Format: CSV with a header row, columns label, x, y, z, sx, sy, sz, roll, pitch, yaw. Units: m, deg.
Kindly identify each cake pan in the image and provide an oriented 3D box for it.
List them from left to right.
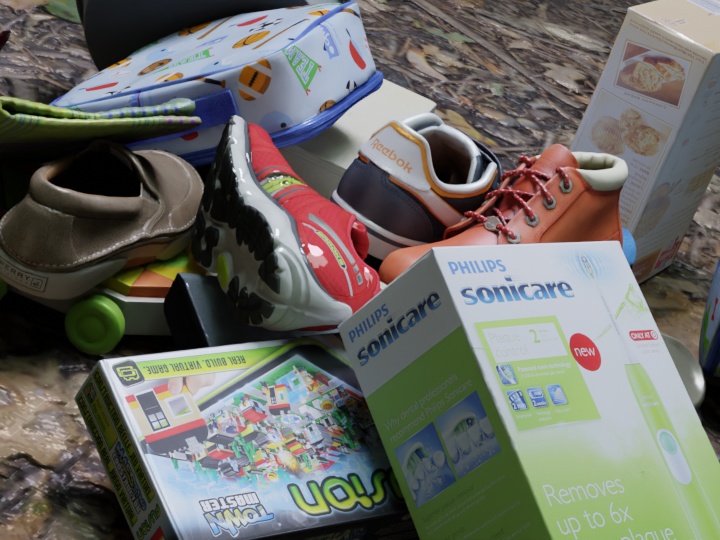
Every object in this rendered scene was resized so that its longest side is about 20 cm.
label,x,y,z,sx,sy,sz,roll,pitch,yaw
cake pan,-0.102,-0.164,1.399,0.199,0.201,0.037,19,47,-6

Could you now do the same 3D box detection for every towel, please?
label,x,y,z,sx,sy,sz,roll,pitch,yaw
towel,-0.202,-0.078,1.179,0.143,0.023,0.199,-4,-2,-40

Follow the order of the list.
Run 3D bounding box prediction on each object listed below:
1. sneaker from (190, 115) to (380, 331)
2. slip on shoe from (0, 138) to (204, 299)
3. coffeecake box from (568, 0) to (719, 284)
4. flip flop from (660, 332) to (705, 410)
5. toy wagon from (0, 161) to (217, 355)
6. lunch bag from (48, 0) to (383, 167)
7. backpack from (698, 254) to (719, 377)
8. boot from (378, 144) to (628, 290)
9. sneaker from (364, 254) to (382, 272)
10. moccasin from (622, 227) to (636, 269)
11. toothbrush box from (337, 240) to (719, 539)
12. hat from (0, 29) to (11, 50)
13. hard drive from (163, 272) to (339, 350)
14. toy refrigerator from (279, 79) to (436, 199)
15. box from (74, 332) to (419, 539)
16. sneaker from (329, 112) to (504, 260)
label,x,y,z,sx,sy,sz,roll,pitch,yaw
sneaker,-0.039,-0.018,1.118,0.084,0.077,0.200,11,25,-21
slip on shoe,-0.138,-0.043,1.145,0.076,0.061,0.200,28,24,15
coffeecake box,0.210,-0.091,1.478,0.073,0.201,0.153,30,24,19
flip flop,0.157,0.056,1.254,0.199,0.057,0.082,8,61,-45
toy wagon,-0.182,-0.020,1.184,0.199,0.040,0.155,23,23,3
lunch bag,-0.096,-0.109,1.304,0.199,0.076,0.160,-12,17,26
backpack,0.301,0.026,1.334,0.146,0.184,0.200,16,29,3
boot,0.081,-0.020,1.160,0.075,0.108,0.199,26,23,37
sneaker,0.000,0.001,1.282,0.199,0.076,0.115,24,13,-15
moccasin,0.095,-0.011,1.365,0.080,0.069,0.199,-12,22,-34
toothbrush box,0.096,0.093,1.017,0.145,0.086,0.201,-1,61,-43
hat,-0.225,-0.108,1.173,0.176,0.167,0.200,34,23,22
hard drive,0.000,0.067,1.130,0.199,0.033,0.140,6,40,-31
toy refrigerator,-0.007,-0.069,1.401,0.070,0.076,0.200,24,22,7
box,-0.033,0.088,1.019,0.199,0.035,0.111,-5,56,-39
sneaker,0.057,-0.043,1.232,0.078,0.080,0.200,36,13,25
